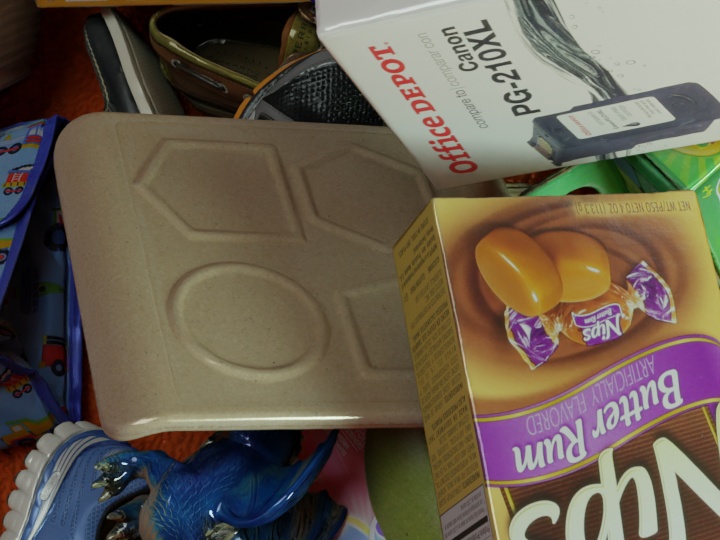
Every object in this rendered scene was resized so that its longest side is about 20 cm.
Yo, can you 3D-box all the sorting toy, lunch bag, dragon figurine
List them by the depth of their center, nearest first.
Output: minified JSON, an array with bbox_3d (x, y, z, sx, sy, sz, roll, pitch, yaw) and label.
[{"bbox_3d":[-0.040,0.089,0.681,0.099,0.059,0.200,25,48,30],"label":"dragon figurine"},{"bbox_3d":[-0.022,0.001,0.709,0.198,0.037,0.186,-2,44,-17],"label":"sorting toy"},{"bbox_3d":[-0.231,0.001,0.930,0.149,0.094,0.201,-15,50,18],"label":"lunch bag"}]

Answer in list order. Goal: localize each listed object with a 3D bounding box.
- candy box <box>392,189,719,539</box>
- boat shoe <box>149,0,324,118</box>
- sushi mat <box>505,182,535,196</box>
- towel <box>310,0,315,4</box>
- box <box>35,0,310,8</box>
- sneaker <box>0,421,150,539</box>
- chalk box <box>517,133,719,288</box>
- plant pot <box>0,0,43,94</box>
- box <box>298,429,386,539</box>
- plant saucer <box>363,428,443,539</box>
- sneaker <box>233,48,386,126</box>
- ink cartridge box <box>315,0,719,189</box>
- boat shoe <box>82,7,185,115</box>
[{"bbox_3d":[0.088,0.072,0.625,0.116,0.056,0.202,-3,70,-20],"label":"candy box"},{"bbox_3d":[-0.024,-0.106,0.885,0.198,0.068,0.073,6,69,25],"label":"boat shoe"},{"bbox_3d":[0.000,0.000,0.780,0.198,0.012,0.097,2,78,-19],"label":"sushi mat"},{"bbox_3d":[0.081,-0.166,0.718,0.200,0.147,0.050,-33,82,52],"label":"towel"},{"bbox_3d":[-0.071,-0.182,0.920,0.198,0.042,0.119,5,29,24],"label":"box"},{"bbox_3d":[-0.147,0.174,0.807,0.089,0.079,0.201,13,73,30],"label":"sneaker"},{"bbox_3d":[0.160,-0.078,0.760,0.200,0.124,0.124,-43,58,2],"label":"chalk box"},{"bbox_3d":[-0.253,-0.131,0.959,0.200,0.201,0.093,-27,101,11],"label":"plant pot"},{"bbox_3d":[0.018,0.154,0.729,0.095,0.103,0.200,-41,57,1],"label":"box"},{"bbox_3d":[0.101,0.078,0.705,0.198,0.031,0.201,5,46,-5],"label":"plant saucer"},{"bbox_3d":[-0.045,-0.025,0.814,0.078,0.077,0.201,35,81,-13],"label":"sneaker"},{"bbox_3d":[0.096,-0.110,0.643,0.198,0.145,0.085,-9,65,20],"label":"ink cartridge box"},{"bbox_3d":[-0.124,-0.062,0.907,0.067,0.072,0.201,-25,63,10],"label":"boat shoe"}]
